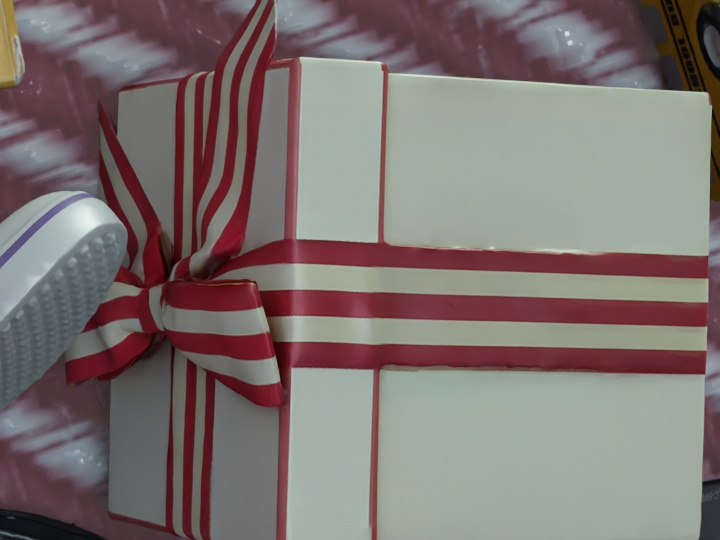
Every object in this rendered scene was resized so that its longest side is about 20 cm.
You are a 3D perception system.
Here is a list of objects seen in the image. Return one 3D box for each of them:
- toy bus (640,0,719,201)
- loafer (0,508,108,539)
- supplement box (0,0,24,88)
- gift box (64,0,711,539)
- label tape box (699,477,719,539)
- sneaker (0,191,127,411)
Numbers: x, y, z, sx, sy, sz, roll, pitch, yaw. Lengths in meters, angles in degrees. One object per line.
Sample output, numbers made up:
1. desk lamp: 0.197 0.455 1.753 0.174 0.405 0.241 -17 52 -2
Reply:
1. toy bus: 0.143 -0.132 1.028 0.065 0.078 0.201 -21 95 -16
2. loafer: -0.089 0.133 0.954 0.200 0.070 0.068 21 82 -16
3. supplement box: -0.223 -0.081 0.919 0.199 0.069 0.067 -10 93 -16
4. gift box: 0.000 0.000 0.934 0.186 0.184 0.201 0 85 -26
5. label tape box: 0.202 0.184 1.024 0.144 0.063 0.201 6 77 -25
6. sneaker: -0.177 0.017 0.893 0.200 0.073 0.114 -41 76 14
